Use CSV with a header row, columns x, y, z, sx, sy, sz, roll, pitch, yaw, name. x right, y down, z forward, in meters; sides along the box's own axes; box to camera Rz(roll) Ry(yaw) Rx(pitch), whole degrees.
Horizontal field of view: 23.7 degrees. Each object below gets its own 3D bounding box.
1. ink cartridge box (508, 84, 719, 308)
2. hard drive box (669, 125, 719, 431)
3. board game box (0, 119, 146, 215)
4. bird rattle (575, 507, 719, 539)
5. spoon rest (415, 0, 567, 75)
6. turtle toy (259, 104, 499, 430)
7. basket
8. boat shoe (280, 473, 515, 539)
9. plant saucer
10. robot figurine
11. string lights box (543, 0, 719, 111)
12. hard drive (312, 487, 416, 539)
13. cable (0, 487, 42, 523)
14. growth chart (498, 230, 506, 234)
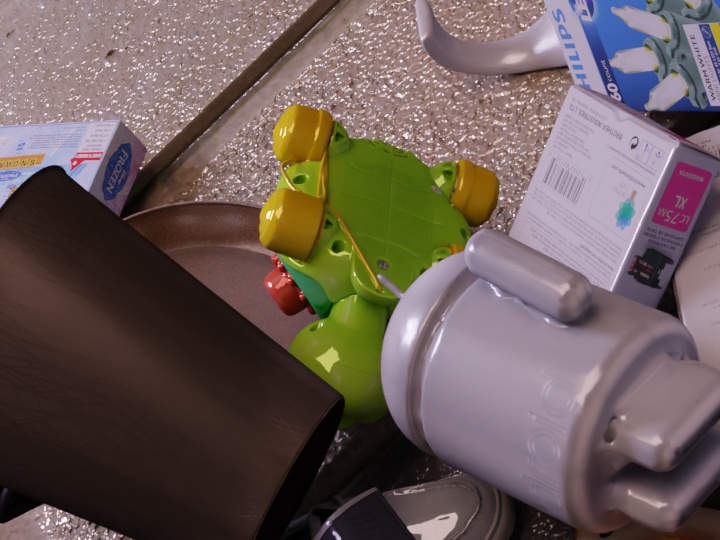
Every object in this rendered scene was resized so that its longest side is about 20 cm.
x,y,z,sx,sy,sz,roll,pitch,yaw,name
0.121,0.007,0.969,0.201,0.042,0.119,-66,29,12,ink cartridge box
0.250,0.007,0.916,0.155,0.077,0.201,-19,50,20,hard drive box
-0.275,-0.016,1.263,0.198,0.041,0.201,1,59,34,board game box
0.158,0.176,0.844,0.198,0.113,0.164,-9,36,24,bird rattle
0.139,-0.172,1.139,0.198,0.061,0.100,-11,53,9,spoon rest
0.000,0.000,1.016,0.201,0.145,0.101,-83,16,-45,turtle toy
-0.119,0.068,0.929,0.199,0.136,0.182,28,104,9,basket
-0.010,0.165,0.970,0.200,0.072,0.070,-28,48,13,boat shoe
-0.093,0.033,1.072,0.198,0.032,0.201,2,43,-1,plant saucer
0.091,0.057,0.864,0.199,0.171,0.113,23,44,38,robot figurine
0.192,-0.149,0.994,0.059,0.103,0.200,-31,18,-23,string lights box
-0.009,0.227,0.873,0.135,0.042,0.201,49,128,44,hard drive
-0.171,0.162,1.022,0.198,0.051,0.164,-18,49,11,cable
0.001,0.013,1.110,0.199,0.018,0.145,16,69,39,growth chart
